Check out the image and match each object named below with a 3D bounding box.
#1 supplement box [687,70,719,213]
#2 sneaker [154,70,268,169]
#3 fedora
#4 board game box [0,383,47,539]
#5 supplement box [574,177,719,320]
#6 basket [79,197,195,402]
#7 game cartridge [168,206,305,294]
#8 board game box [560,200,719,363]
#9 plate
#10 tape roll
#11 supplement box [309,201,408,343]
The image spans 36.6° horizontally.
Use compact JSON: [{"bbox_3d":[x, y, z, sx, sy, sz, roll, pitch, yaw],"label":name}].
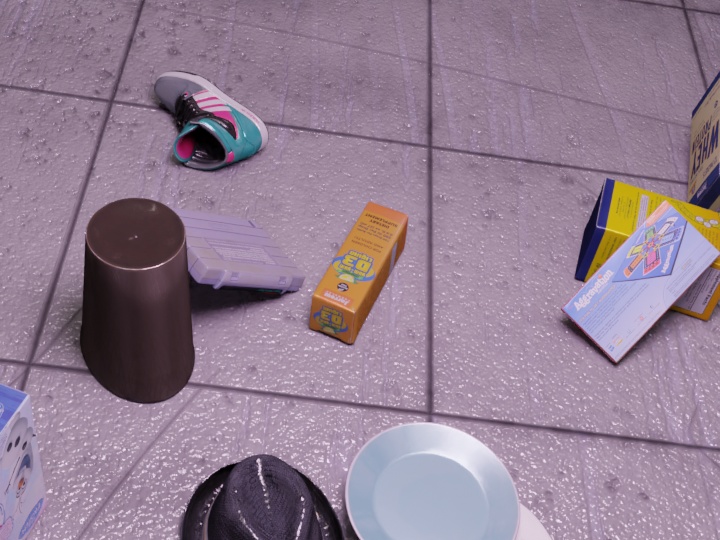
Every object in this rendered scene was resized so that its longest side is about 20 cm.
[{"bbox_3d":[0.616,-0.175,1.649,0.197,0.135,0.202,12,65,0],"label":"supplement box"},{"bbox_3d":[-0.245,-0.213,1.589,0.199,0.084,0.121,30,40,14],"label":"sneaker"},{"bbox_3d":[-0.102,0.272,1.163,0.198,0.092,0.202,5,47,-6],"label":"fedora"},{"bbox_3d":[-0.381,0.247,1.059,0.043,0.200,0.201,18,46,9],"label":"board game box"},{"bbox_3d":[0.416,-0.030,1.530,0.197,0.110,0.110,18,47,5],"label":"supplement box"},{"bbox_3d":[-0.264,0.024,1.284,0.135,0.201,0.181,-17,52,-25],"label":"basket"},{"bbox_3d":[-0.169,-0.024,1.395,0.130,0.038,0.199,51,23,26],"label":"game cartridge"},{"bbox_3d":[0.371,0.015,1.445,0.103,0.019,0.200,44,91,6],"label":"board game box"},{"bbox_3d":[0.079,0.258,1.209,0.197,0.026,0.202,5,47,-5],"label":"plate"},{"bbox_3d":[0.121,0.328,1.196,0.200,0.037,0.205,6,47,-6],"label":"tape roll"},{"bbox_3d":[0.000,0.000,1.450,0.066,0.069,0.201,20,50,10],"label":"supplement box"}]
